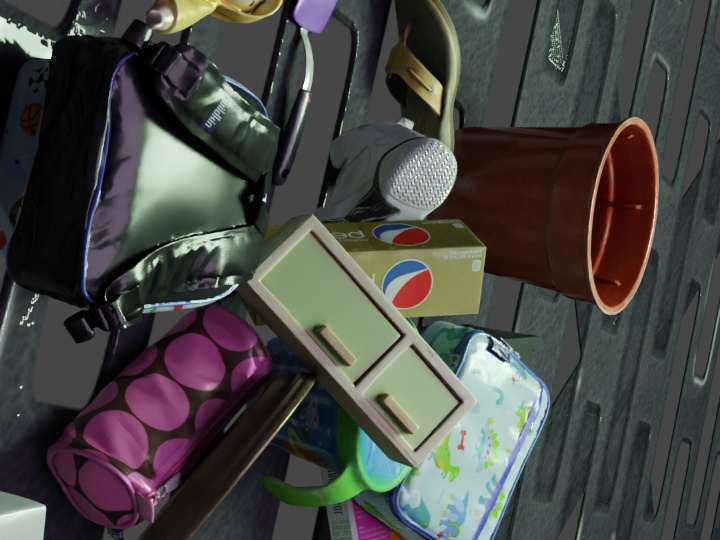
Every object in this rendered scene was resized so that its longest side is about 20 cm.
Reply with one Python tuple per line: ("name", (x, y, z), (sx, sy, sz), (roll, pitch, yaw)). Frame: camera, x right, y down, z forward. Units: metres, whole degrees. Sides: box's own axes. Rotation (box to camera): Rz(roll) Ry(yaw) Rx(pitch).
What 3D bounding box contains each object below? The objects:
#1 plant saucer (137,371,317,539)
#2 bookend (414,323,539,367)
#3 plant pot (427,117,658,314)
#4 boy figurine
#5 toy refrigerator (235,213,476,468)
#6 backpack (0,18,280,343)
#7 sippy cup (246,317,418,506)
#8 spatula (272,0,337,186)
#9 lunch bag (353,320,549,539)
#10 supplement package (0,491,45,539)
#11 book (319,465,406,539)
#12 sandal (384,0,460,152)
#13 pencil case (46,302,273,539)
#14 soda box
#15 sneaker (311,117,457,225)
("plant saucer", (-0.107, 0.151, 1.116), (0.200, 0.029, 0.200), (-49, -179, 1))
("bookend", (0.100, 0.162, 1.522), (0.200, 0.092, 0.200), (0, 98, -61))
("plant pot", (0.186, -0.067, 1.509), (0.200, 0.194, 0.202), (-23, 117, -56))
("boy figurine", (-0.129, -0.226, 1.045), (0.200, 0.064, 0.125), (29, 70, -56))
("toy refrigerator", (-0.005, 0.055, 1.127), (0.076, 0.070, 0.200), (-44, 102, -13))
("backpack", (-0.146, -0.058, 0.974), (0.190, 0.153, 0.201), (10, 97, -54))
("sippy cup", (-0.025, 0.113, 1.253), (0.178, 0.130, 0.141), (-24, 119, -56))
("spatula", (-0.049, -0.171, 1.243), (0.056, 0.020, 0.201), (18, 83, -62))
("lunch bag", (0.091, 0.161, 1.358), (0.161, 0.082, 0.201), (43, 68, -39))
("supplement package", (-0.275, 0.234, 0.868), (0.114, 0.109, 0.202), (-2, 99, -60))
("book", (0.012, 0.212, 1.380), (0.133, 0.048, 0.201), (0, 80, -59))
("sandal", (0.052, -0.177, 1.380), (0.054, 0.080, 0.201), (-19, 120, -34))
("pencil case", (-0.142, 0.108, 1.085), (0.200, 0.093, 0.091), (-51, 138, -43))
("soda box", (0.000, 0.000, 1.210), (0.199, 0.068, 0.064), (-3, 114, -17))
("sneaker", (-0.005, -0.054, 1.290), (0.200, 0.115, 0.075), (-46, 121, 8))
